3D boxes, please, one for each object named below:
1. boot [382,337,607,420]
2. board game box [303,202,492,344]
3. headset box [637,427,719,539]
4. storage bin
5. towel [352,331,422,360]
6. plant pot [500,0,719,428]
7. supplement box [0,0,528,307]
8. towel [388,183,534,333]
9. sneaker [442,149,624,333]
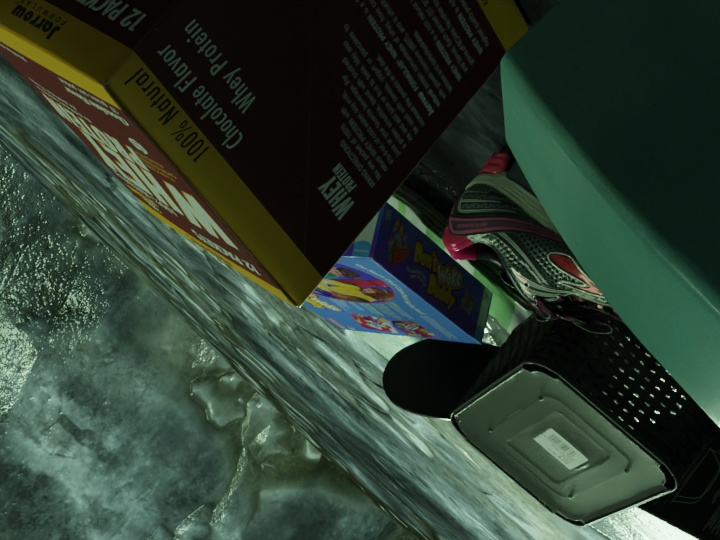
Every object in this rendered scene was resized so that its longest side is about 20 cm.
[{"bbox_3d":[0.119,0.111,1.445,0.199,0.070,0.174,-2,161,2],"label":"boot"},{"bbox_3d":[0.000,0.000,1.311,0.134,0.045,0.200,5,163,29],"label":"board game box"},{"bbox_3d":[0.337,0.219,1.273,0.174,0.093,0.200,46,167,-34],"label":"headset box"},{"bbox_3d":[0.165,0.097,1.246,0.135,0.094,0.200,40,157,-1],"label":"storage bin"},{"bbox_3d":[-0.007,0.030,1.822,0.200,0.048,0.171,30,167,43],"label":"towel"},{"bbox_3d":[0.158,-0.035,0.712,0.200,0.141,0.141,43,171,18],"label":"plant pot"},{"bbox_3d":[-0.053,-0.130,0.870,0.133,0.200,0.197,30,167,40],"label":"supplement box"},{"bbox_3d":[0.073,-0.011,1.427,0.200,0.023,0.153,38,170,11],"label":"towel"},{"bbox_3d":[0.145,0.008,1.107,0.200,0.075,0.081,35,169,20],"label":"sneaker"}]
